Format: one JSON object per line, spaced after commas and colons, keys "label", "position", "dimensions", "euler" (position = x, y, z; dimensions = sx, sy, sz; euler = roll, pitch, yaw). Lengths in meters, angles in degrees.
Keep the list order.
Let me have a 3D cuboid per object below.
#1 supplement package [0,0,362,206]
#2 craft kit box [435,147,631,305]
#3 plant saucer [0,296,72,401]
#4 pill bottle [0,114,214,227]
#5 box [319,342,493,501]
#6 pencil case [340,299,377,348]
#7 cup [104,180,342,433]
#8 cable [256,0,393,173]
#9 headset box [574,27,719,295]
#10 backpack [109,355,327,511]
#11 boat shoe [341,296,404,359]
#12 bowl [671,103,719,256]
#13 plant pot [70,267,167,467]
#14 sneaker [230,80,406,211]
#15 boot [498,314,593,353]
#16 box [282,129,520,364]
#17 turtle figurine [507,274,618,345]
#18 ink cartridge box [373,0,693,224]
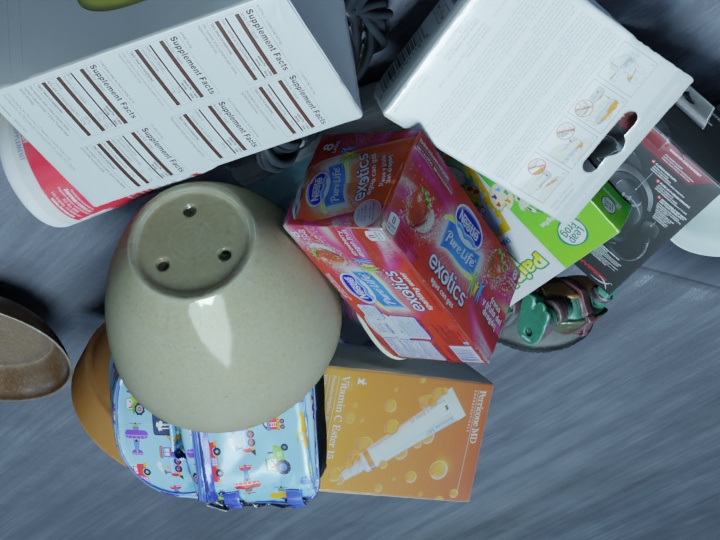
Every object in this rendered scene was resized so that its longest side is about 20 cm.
{"label": "supplement package", "position": [-0.124, -0.182, 0.971], "dimensions": [0.198, 0.193, 0.147], "euler": [-17, 150, 13]}
{"label": "craft kit box", "position": [0.095, -0.066, 1.278], "dimensions": [0.197, 0.049, 0.200], "euler": [44, 132, -9]}
{"label": "plant saucer", "position": [-0.381, 0.069, 1.479], "dimensions": [0.198, 0.037, 0.201], "euler": [5, 149, 3]}
{"label": "pill bottle", "position": [-0.173, -0.117, 1.158], "dimensions": [0.198, 0.113, 0.112], "euler": [-20, 149, 18]}
{"label": "box", "position": [0.013, 0.146, 1.456], "dimensions": [0.198, 0.126, 0.097], "euler": [7, -169, -22]}
{"label": "pencil case", "position": [0.043, 0.006, 1.464], "dimensions": [0.082, 0.092, 0.200], "euler": [19, 143, -18]}
{"label": "cup", "position": [-0.119, 0.009, 1.184], "dimensions": [0.198, 0.202, 0.144], "euler": [-9, 153, 1]}
{"label": "cable", "position": [-0.028, -0.144, 1.120], "dimensions": [0.050, 0.164, 0.200], "euler": [26, 163, 4]}
{"label": "headset box", "position": [0.223, -0.095, 1.267], "dimensions": [0.149, 0.077, 0.200], "euler": [41, 140, 2]}
{"label": "backpack", "position": [-0.132, 0.119, 1.310], "dimensions": [0.197, 0.185, 0.135], "euler": [0, -170, 4]}
{"label": "boat shoe", "position": [0.000, 0.000, 1.369], "dimensions": [0.071, 0.200, 0.062], "euler": [-44, -170, -23]}
{"label": "bowl", "position": [0.365, -0.100, 1.360], "dimensions": [0.198, 0.091, 0.202], "euler": [-7, 151, -4]}
{"label": "plant pot", "position": [-0.171, 0.087, 1.461], "dimensions": [0.198, 0.201, 0.141], "euler": [7, 132, -26]}
{"label": "sneaker", "position": [-0.013, -0.097, 1.254], "dimensions": [0.198, 0.074, 0.082], "euler": [-19, 116, 36]}
{"label": "boot", "position": [0.172, 0.025, 1.559], "dimensions": [0.197, 0.070, 0.132], "euler": [-4, 146, -17]}
{"label": "box", "position": [0.038, -0.016, 1.203], "dimensions": [0.099, 0.096, 0.200], "euler": [2, 147, 36]}
{"label": "turtle figurine", "position": [0.197, 0.014, 1.425], "dimensions": [0.149, 0.102, 0.199], "euler": [-6, -169, 45]}
{"label": "ink cartridge box", "position": [0.135, -0.147, 1.159], "dimensions": [0.199, 0.050, 0.163], "euler": [27, 115, -28]}
